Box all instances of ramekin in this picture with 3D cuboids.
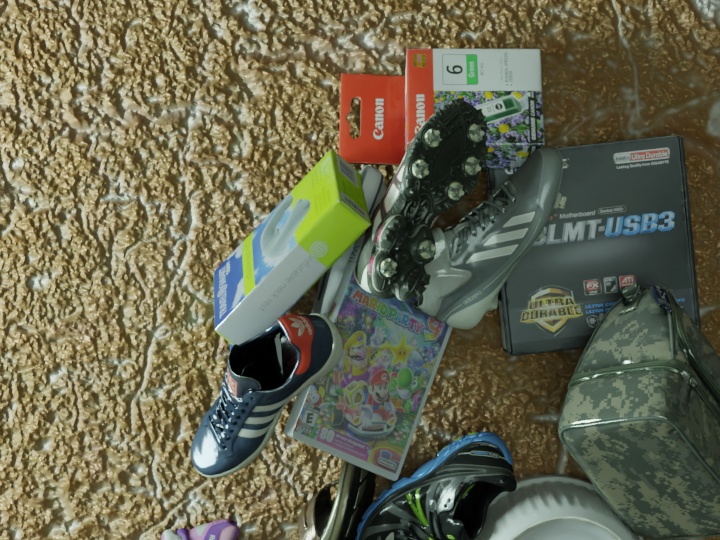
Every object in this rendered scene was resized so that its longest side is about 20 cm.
[{"bbox_3d":[0.195,0.311,1.431,0.197,0.105,0.203,0,93,-1],"label":"ramekin"}]

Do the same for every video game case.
[{"bbox_3d":[0.016,0.087,1.406,0.142,0.018,0.202,27,79,-35],"label":"video game case"}]

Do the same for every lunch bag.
[{"bbox_3d":[0.293,0.133,1.376,0.138,0.169,0.200,-17,127,39],"label":"lunch bag"}]

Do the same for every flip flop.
[{"bbox_3d":[-0.038,0.263,1.447,0.057,0.081,0.202,21,94,20],"label":"flip flop"}]

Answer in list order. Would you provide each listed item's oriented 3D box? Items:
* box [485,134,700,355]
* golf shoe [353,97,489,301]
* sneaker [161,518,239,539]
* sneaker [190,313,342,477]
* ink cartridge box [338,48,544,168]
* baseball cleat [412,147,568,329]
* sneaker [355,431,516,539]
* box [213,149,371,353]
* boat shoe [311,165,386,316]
[{"bbox_3d":[0.230,-0.026,1.444,0.197,0.050,0.202,-5,94,-1],"label":"box"},{"bbox_3d":[0.048,-0.070,1.344,0.077,0.088,0.202,32,79,-25],"label":"golf shoe"},{"bbox_3d":[-0.122,0.336,1.446,0.088,0.080,0.202,-26,94,-12],"label":"sneaker"},{"bbox_3d":[-0.107,0.112,1.335,0.200,0.084,0.075,-50,59,18],"label":"sneaker"},{"bbox_3d":[0.078,-0.159,1.412,0.197,0.050,0.110,1,65,0],"label":"ink cartridge box"},{"bbox_3d":[0.115,-0.036,1.374,0.105,0.070,0.202,20,107,-23],"label":"baseball cleat"},{"bbox_3d":[0.071,0.241,1.419,0.199,0.071,0.083,-42,49,16],"label":"sneaker"},{"bbox_3d":[-0.075,-0.011,1.381,0.048,0.122,0.200,38,108,-22],"label":"box"},{"bbox_3d":[0.000,0.000,1.432,0.065,0.072,0.203,15,90,-11],"label":"boat shoe"}]
